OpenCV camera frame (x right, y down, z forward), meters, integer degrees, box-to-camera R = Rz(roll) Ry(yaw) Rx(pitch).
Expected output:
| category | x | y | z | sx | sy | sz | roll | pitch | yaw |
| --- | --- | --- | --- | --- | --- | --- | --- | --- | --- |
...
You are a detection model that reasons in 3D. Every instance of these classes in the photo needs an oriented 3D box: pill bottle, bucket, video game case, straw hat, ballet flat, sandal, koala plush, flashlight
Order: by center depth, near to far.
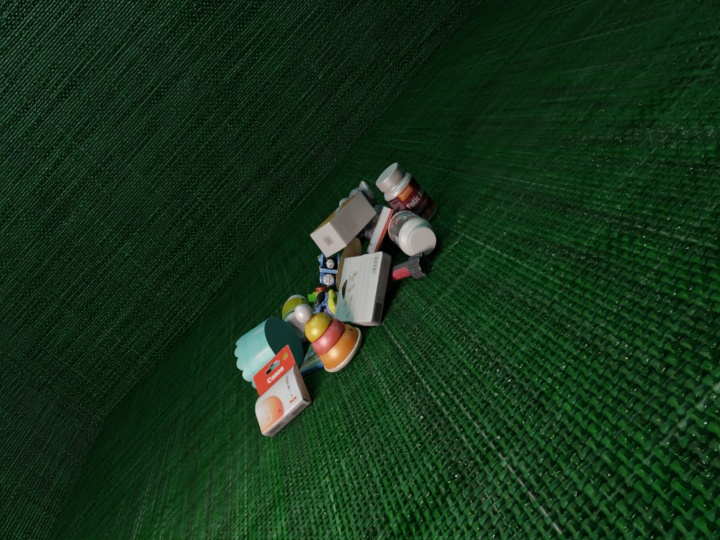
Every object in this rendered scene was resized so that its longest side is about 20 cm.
| category | x | y | z | sx | sy | sz | roll | pitch | yaw |
| --- | --- | --- | --- | --- | --- | --- | --- | --- | --- |
| flashlight | 0.111 | 0.016 | 1.512 | 0.197 | 0.068 | 0.069 | -20 | 27 | 45 |
| pill bottle | 0.155 | -0.106 | 1.570 | 0.111 | 0.111 | 0.200 | -45 | 19 | 3 |
| video game case | -0.115 | 0.228 | 1.649 | 0.142 | 0.018 | 0.202 | -32 | 25 | 38 |
| bucket | -0.283 | 0.260 | 1.684 | 0.134 | 0.207 | 0.209 | -35 | 22 | 22 |
| sandal | -0.101 | 0.119 | 1.687 | 0.086 | 0.080 | 0.200 | -37 | 2 | 4 |
| pill bottle | 0.147 | -0.238 | 1.704 | 0.114 | 0.200 | 0.115 | -39 | 20 | 18 |
| straw hat | 0.000 | 0.000 | 1.730 | 0.083 | 0.204 | 0.203 | 14 | 51 | 20 |
| ballet flat | -0.147 | 0.141 | 1.736 | 0.055 | 0.067 | 0.203 | -11 | 39 | 20 |
| pill bottle | -0.218 | 0.161 | 1.856 | 0.112 | 0.112 | 0.201 | -44 | 20 | 7 |
| koala plush | 0.033 | -0.220 | 1.918 | 0.176 | 0.200 | 0.186 | -29 | 25 | 39 |

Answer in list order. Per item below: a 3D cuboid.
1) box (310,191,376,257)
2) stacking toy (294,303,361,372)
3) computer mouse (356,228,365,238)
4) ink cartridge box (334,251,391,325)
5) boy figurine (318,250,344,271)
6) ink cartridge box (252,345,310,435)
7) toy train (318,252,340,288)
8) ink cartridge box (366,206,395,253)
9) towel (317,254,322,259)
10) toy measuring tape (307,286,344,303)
| category | x | y | z | sx | sy | sz | roll | pitch | yaw |
| --- | --- | --- | --- | --- | --- | --- | --- | --- | --- |
| box | -0.056 | -0.157 | 1.791 | 0.123 | 0.098 | 0.200 | -26 | 17 | 49 |
| stacking toy | -0.104 | 0.166 | 1.464 | 0.145 | 0.200 | 0.147 | -39 | 21 | 18 |
| computer mouse | -0.037 | -0.054 | 1.874 | 0.140 | 0.045 | 0.206 | -152 | 77 | -79 |
| ink cartridge box | 0.004 | 0.057 | 1.538 | 0.171 | 0.043 | 0.206 | -8 | 67 | 51 |
| boy figurine | -0.080 | -0.035 | 2.014 | 0.198 | 0.065 | 0.125 | -29 | 20 | 49 |
| ink cartridge box | -0.237 | 0.332 | 1.501 | 0.162 | 0.050 | 0.202 | -42 | 54 | 14 |
| toy train | -0.106 | -0.002 | 1.872 | 0.200 | 0.084 | 0.118 | -124 | 38 | -85 |
| ink cartridge box | 0.063 | -0.128 | 1.744 | 0.200 | 0.049 | 0.166 | -20 | -48 | -84 |
| towel | -0.065 | -0.102 | 2.068 | 0.198 | 0.023 | 0.142 | -33 | 5 | -43 |
| toy measuring tape | -0.107 | 0.088 | 1.849 | 0.197 | 0.074 | 0.074 | -9 | 40 | 43 |
